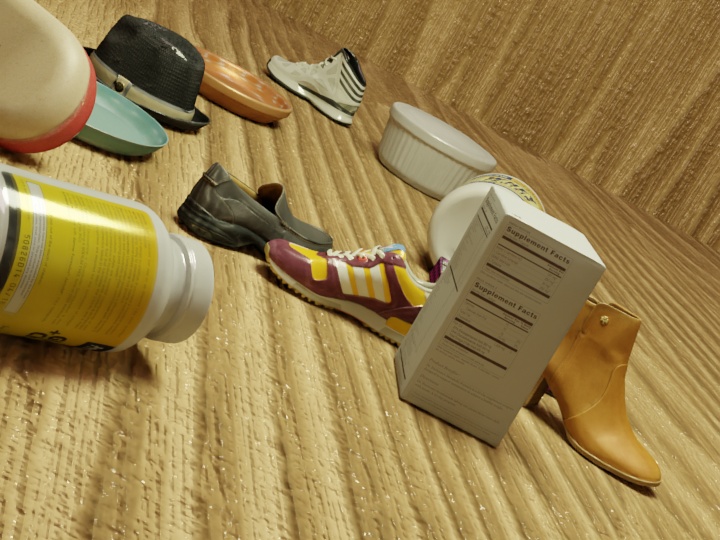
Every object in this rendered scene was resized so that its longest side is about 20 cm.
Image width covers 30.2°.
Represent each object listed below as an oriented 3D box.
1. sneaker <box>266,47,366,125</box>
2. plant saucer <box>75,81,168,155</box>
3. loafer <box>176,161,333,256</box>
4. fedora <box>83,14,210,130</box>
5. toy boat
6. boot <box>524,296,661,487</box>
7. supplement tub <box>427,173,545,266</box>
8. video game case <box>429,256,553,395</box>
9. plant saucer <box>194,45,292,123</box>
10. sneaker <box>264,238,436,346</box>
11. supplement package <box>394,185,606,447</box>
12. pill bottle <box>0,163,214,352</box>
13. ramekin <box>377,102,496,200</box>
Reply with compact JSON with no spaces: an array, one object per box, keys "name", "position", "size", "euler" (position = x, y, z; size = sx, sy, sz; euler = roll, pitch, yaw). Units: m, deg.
[{"name":"sneaker","position":[-0.067,-0.352,2.349],"size":[0.200,0.116,0.075],"euler":[36,16,21]},{"name":"plant saucer","position":[-0.309,-0.180,1.490],"size":[0.199,0.028,0.200],"euler":[29,15,-9]},{"name":"loafer","position":[-0.096,-0.056,1.404],"size":[0.199,0.073,0.073],"euler":[15,20,-47]},{"name":"fedora","position":[-0.267,-0.265,1.715],"size":[0.199,0.092,0.201],"euler":[29,14,-8]},{"name":"toy boat","position":[-0.335,-0.184,1.321],"size":[0.200,0.130,0.131],"euler":[40,-11,34]},{"name":"boot","position":[0.258,0.115,1.389],"size":[0.200,0.145,0.071],"euler":[36,16,20]},{"name":"supplement tub","position":[0.173,-0.053,1.775],"size":[0.144,0.145,0.200],"euler":[32,15,6]},{"name":"video game case","position":[0.164,0.064,1.587],"size":[0.180,0.036,0.200],"euler":[31,14,-5]},{"name":"plant saucer","position":[-0.196,-0.277,2.010],"size":[0.199,0.038,0.200],"euler":[29,15,-8]},{"name":"sneaker","position":[0.000,0.000,1.370],"size":[0.199,0.091,0.075],"euler":[27,15,-14]},{"name":"supplement package","position":[0.128,0.041,1.266],"size":[0.109,0.201,0.114],"euler":[27,15,-10]},{"name":"pill bottle","position":[-0.204,-0.003,0.943],"size":[0.199,0.113,0.112],"euler":[16,20,-44]},{"name":"ramekin","position":[0.119,-0.190,2.224],"size":[0.201,0.095,0.203],"euler":[29,15,-8]}]
